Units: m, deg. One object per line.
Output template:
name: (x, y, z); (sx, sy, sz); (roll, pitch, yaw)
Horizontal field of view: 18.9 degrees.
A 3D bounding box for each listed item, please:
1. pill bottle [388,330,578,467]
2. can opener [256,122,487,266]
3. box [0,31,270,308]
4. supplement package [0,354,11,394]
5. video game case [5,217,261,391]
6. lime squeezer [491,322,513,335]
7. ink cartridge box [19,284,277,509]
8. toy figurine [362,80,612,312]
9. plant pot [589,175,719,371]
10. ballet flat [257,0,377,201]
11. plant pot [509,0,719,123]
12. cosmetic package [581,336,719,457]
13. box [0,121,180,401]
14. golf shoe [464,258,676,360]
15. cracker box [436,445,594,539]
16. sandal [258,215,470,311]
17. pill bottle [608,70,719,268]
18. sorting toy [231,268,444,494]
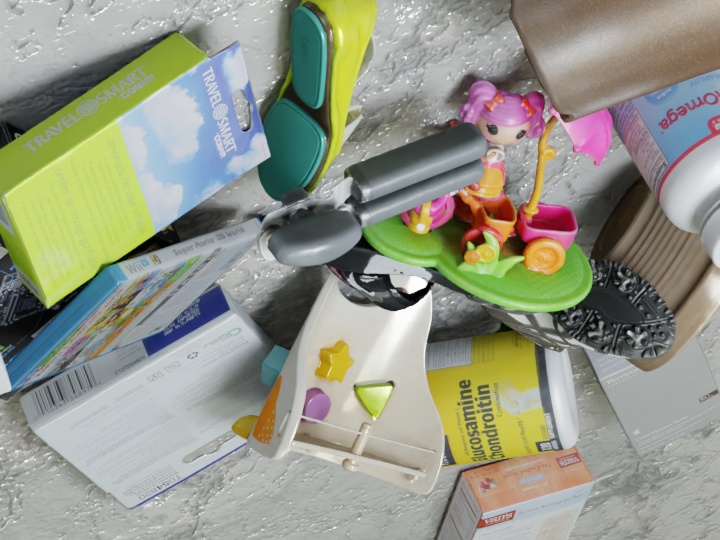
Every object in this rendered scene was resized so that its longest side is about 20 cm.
pill bottle: (0.090, 0.117, 1.932); (0.199, 0.113, 0.112); (-10, 149, 10)
can opener: (0.012, -0.050, 1.607); (0.199, 0.067, 0.053); (-26, 146, -24)
box: (-0.163, -0.076, 1.513); (0.200, 0.048, 0.122); (-36, 142, -19)
supplement package: (-0.317, -0.007, 1.409); (0.113, 0.201, 0.110); (-20, 147, -8)
video game case: (-0.170, 0.024, 1.634); (0.143, 0.018, 0.200); (-41, 170, 30)
lime squeezer: (0.123, 0.033, 1.950); (0.070, 0.038, 0.200); (9, 145, 4)
ink cartridge box: (-0.161, 0.111, 1.839); (0.199, 0.041, 0.200); (-30, 148, 3)
toy figurine: (0.118, -0.089, 1.712); (0.199, 0.150, 0.185); (11, 122, -11)
plant pot: (0.262, -0.020, 1.869); (0.092, 0.201, 0.201); (31, 126, -6)
ballet flat: (-0.025, -0.128, 1.583); (0.067, 0.067, 0.201); (-28, 151, -32)
plant pot: (0.202, -0.210, 1.519); (0.197, 0.201, 0.200); (-25, 149, 11)
cosmetic package: (0.279, 0.091, 2.085); (0.106, 0.091, 0.200); (-27, 151, 6)
box: (-0.264, -0.001, 1.599); (0.200, 0.050, 0.198); (-39, 147, 16)
golf shoe: (0.185, 0.032, 1.832); (0.078, 0.199, 0.095); (-59, 149, -13)
cracker box: (0.155, 0.271, 2.278); (0.133, 0.058, 0.200); (-13, 146, -22)
sandal: (-0.001, 0.000, 1.750); (0.199, 0.075, 0.048); (13, 102, -28)
pill bottle: (0.267, -0.102, 1.695); (0.108, 0.201, 0.109); (-19, 147, -13)
sorting toy: (-0.008, 0.078, 1.826); (0.200, 0.107, 0.181); (20, 90, -47)
